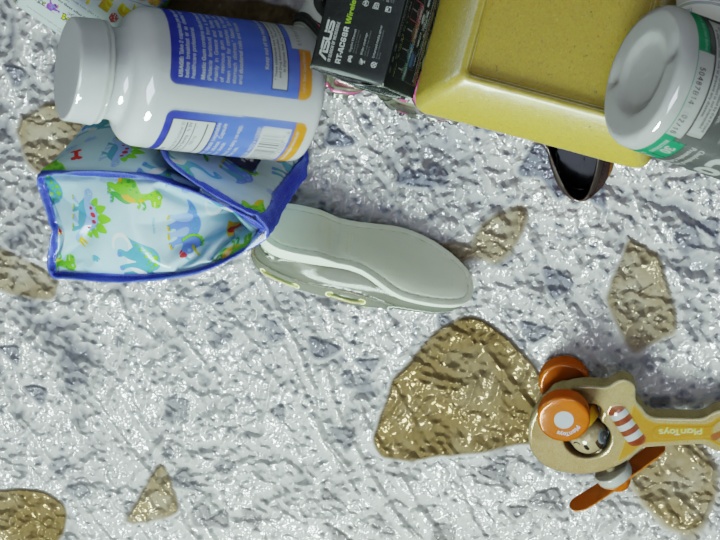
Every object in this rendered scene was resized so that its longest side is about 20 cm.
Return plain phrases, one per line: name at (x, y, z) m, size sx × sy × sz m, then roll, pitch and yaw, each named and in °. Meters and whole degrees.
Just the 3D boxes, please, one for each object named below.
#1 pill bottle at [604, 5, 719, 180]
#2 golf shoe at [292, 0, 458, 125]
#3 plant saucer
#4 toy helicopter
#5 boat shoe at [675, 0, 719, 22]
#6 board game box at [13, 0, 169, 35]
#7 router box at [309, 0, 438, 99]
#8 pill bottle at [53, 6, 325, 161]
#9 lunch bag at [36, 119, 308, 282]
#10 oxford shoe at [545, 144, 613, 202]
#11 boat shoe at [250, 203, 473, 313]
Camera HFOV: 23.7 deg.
pill bottle at (0.299, -0.122, 1.318) m, size 0.200 × 0.113 × 0.113 m, roll 16°, pitch 119°, yaw -21°
golf shoe at (0.038, -0.180, 1.436) m, size 0.199 × 0.073 × 0.092 m, roll 15°, pitch 115°, yaw 4°
plant saucer at (0.162, -0.201, 1.368) m, size 0.199 × 0.048 × 0.201 m, roll 15°, pitch 92°, yaw 0°
toy helicopter at (0.252, 0.152, 1.553) m, size 0.199 × 0.079 × 0.133 m, roll -1°, pitch 116°, yaw 7°
boat shoe at (0.341, -0.199, 1.368) m, size 0.199 × 0.072 × 0.069 m, roll 9°, pitch 75°, yaw -12°
board game box at (-0.181, -0.283, 1.411) m, size 0.105 × 0.103 × 0.200 m, roll 35°, pitch 117°, yaw -7°
router box at (0.026, -0.239, 1.331) m, size 0.062 × 0.150 × 0.201 m, roll 16°, pitch 94°, yaw 10°
pill bottle at (-0.138, -0.151, 1.373) m, size 0.199 × 0.112 × 0.112 m, roll 5°, pitch 120°, yaw -24°
lunch bag at (-0.156, -0.070, 1.471) m, size 0.199 × 0.170 × 0.128 m, roll 3°, pitch 117°, yaw 10°
oxford shoe at (0.176, -0.154, 1.420) m, size 0.071 × 0.073 × 0.200 m, roll -9°, pitch 109°, yaw 16°
boat shoe at (0.000, -0.002, 1.533) m, size 0.201 × 0.072 × 0.060 m, roll 17°, pitch 143°, yaw -8°
